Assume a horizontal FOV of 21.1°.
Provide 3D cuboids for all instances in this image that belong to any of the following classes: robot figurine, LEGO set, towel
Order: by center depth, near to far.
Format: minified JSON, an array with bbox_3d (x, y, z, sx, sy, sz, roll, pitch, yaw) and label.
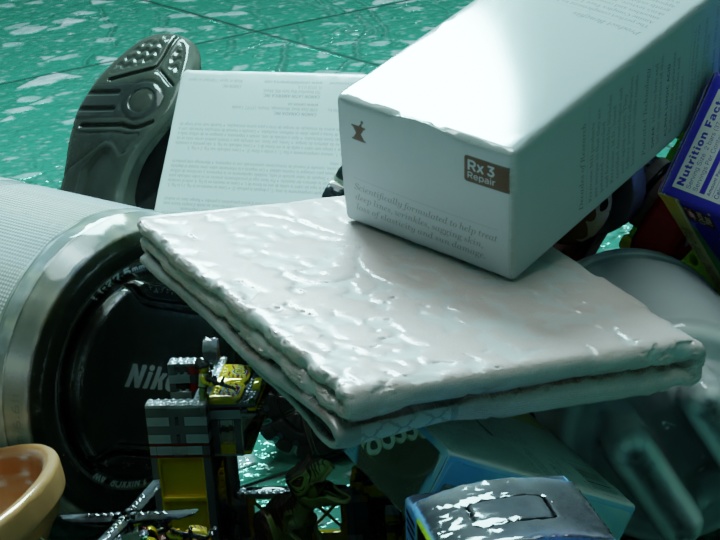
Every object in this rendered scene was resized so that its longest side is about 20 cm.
[{"bbox_3d":[-0.039,0.101,0.863,0.152,0.117,0.200,1,20,15],"label":"LEGO set"},{"bbox_3d":[0.022,0.015,0.867,0.190,0.032,0.200,-7,27,-31],"label":"towel"},{"bbox_3d":[0.141,0.058,0.955,0.169,0.113,0.200,-30,19,6],"label":"robot figurine"}]

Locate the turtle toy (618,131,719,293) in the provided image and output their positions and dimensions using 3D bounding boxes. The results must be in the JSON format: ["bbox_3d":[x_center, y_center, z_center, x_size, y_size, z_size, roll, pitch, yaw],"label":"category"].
[{"bbox_3d":[0.238,-0.030,1.180,0.100,0.147,0.200,14,16,-14],"label":"turtle toy"}]

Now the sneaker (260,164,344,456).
[{"bbox_3d":[0.000,0.000,1.057,0.077,0.201,0.086,30,11,-1],"label":"sneaker"}]

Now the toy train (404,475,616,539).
[{"bbox_3d":[0.067,0.156,0.688,0.086,0.115,0.200,-8,19,-8],"label":"toy train"}]

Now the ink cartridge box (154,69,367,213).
[{"bbox_3d":[-0.049,-0.021,1.175,0.161,0.202,0.050,4,-12,26],"label":"ink cartridge box"}]

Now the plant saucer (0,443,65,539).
[{"bbox_3d":[-0.216,0.139,0.844,0.199,0.038,0.200,-23,11,5],"label":"plant saucer"}]

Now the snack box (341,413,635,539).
[{"bbox_3d":[0.024,0.063,0.891,0.116,0.037,0.200,19,13,-37],"label":"snack box"}]

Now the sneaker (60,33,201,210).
[{"bbox_3d":[-0.141,-0.051,1.269,0.076,0.201,0.114,4,-20,24],"label":"sneaker"}]

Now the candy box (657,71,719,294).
[{"bbox_3d":[0.268,-0.007,0.984,0.199,0.077,0.169,25,-8,30],"label":"candy box"}]

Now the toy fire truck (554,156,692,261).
[{"bbox_3d":[0.102,-0.011,1.061,0.112,0.201,0.168,39,39,15],"label":"toy fire truck"}]

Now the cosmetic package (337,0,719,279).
[{"bbox_3d":[0.086,-0.083,0.934,0.101,0.075,0.200,22,42,32],"label":"cosmetic package"}]

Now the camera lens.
[{"bbox_3d":[-0.170,0.037,1.015,0.199,0.161,0.159,13,26,41],"label":"camera lens"}]
